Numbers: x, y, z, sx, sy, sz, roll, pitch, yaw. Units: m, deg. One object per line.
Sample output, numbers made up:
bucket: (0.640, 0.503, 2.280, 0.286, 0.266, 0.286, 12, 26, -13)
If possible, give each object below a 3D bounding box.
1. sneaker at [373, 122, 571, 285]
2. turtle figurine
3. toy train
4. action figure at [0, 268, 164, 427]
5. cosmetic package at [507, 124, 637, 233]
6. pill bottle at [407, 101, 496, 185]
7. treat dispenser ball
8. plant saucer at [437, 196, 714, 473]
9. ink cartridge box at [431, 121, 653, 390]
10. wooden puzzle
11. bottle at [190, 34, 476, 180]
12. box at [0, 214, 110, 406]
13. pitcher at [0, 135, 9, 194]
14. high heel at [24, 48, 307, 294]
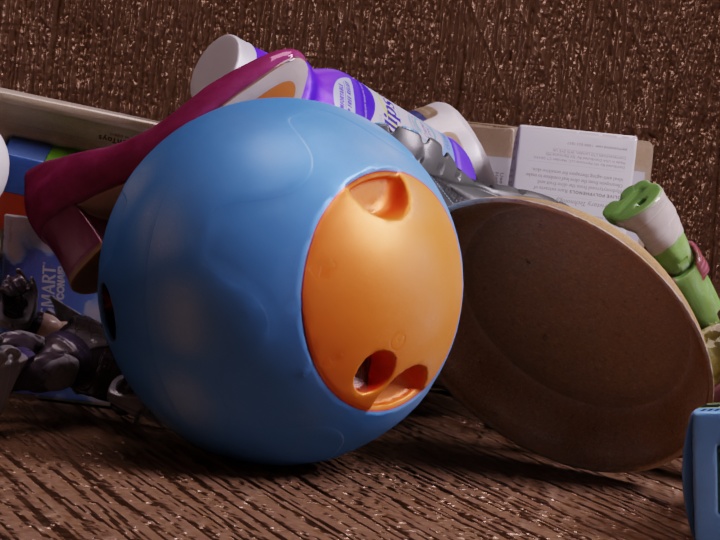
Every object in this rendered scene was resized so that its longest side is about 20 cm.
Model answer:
sneaker: (0.066, -0.017, 1.515, 0.200, 0.082, 0.073, 23, -16, -25)
turtle figurine: (0.196, 0.042, 1.532, 0.144, 0.194, 0.200, -33, 19, 28)
toy train: (0.235, 0.100, 1.298, 0.114, 0.087, 0.200, 1, 2, 16)
action figure: (-0.180, 0.050, 1.434, 0.130, 0.070, 0.200, 23, 17, 30)
cosmetic package: (0.133, 0.005, 1.687, 0.085, 0.201, 0.108, 6, 4, 3)
pill bottle: (-0.010, -0.034, 1.745, 0.199, 0.111, 0.111, -23, 11, -14)
treat dispenser ball: (-0.043, 0.006, 1.359, 0.200, 0.202, 0.201, 6, 3, 0)
plant saucer: (0.118, 0.030, 1.431, 0.200, 0.201, 0.035, 8, 42, 32)
ink cartridge box: (0.135, -0.006, 1.869, 0.164, 0.201, 0.075, 2, 4, -45)
wooden puzzle: (-0.165, -0.009, 1.586, 0.185, 0.201, 0.046, 12, 31, 0)
bottle: (-0.016, -0.081, 1.543, 0.200, 0.084, 0.065, 30, -49, -33)
box: (-0.121, 0.025, 1.539, 0.199, 0.122, 0.048, 6, 16, 4)
pitcher: (-0.316, -0.020, 1.554, 0.199, 0.172, 0.121, 8, -6, 19)
high heel: (-0.118, -0.081, 1.459, 0.067, 0.200, 0.096, 18, 34, -50)
